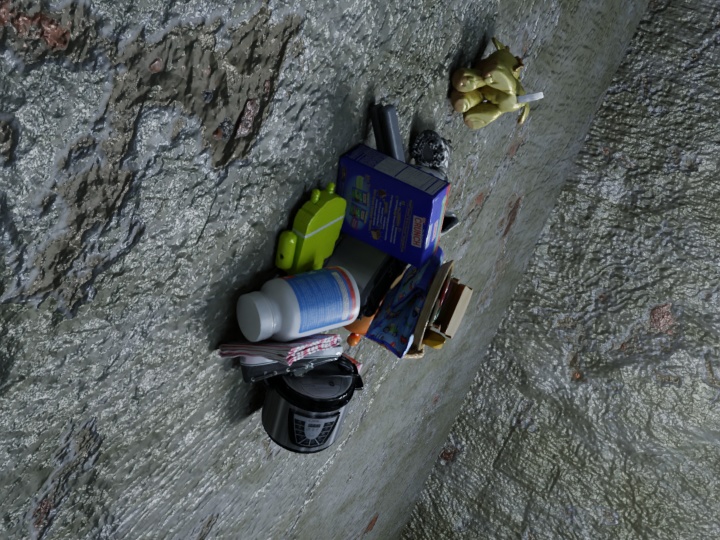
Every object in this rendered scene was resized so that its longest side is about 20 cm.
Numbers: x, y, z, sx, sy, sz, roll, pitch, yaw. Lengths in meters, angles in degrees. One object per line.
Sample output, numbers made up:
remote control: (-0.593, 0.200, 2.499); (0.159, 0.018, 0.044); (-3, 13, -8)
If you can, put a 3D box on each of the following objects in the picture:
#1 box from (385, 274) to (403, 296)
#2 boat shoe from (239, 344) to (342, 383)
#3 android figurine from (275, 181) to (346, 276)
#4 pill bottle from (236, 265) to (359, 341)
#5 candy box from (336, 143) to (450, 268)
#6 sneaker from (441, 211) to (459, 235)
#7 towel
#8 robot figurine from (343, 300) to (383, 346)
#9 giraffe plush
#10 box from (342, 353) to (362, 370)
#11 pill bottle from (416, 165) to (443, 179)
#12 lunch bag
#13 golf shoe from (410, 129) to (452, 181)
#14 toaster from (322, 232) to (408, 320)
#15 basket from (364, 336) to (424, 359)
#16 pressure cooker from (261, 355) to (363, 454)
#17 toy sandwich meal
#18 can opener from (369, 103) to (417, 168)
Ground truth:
box: (0.079, 0.017, 1.727); (0.163, 0.021, 0.200); (16, 61, -69)
boat shoe: (-0.129, 0.171, 1.426); (0.200, 0.069, 0.057); (-4, 96, -23)
android figurine: (-0.085, -0.067, 1.386); (0.182, 0.041, 0.200); (-35, 148, -48)
pill bottle: (-0.110, 0.062, 1.335); (0.200, 0.112, 0.112); (-13, 130, -37)
candy box: (0.056, -0.120, 1.425); (0.077, 0.200, 0.169); (-42, 152, -41)
sneaker: (0.126, -0.090, 1.661); (0.200, 0.076, 0.092); (-26, -174, -26)
towel: (-0.141, 0.136, 1.365); (0.200, 0.146, 0.030); (-7, 98, -65)
robot figurine: (0.014, 0.089, 1.700); (0.144, 0.117, 0.200); (-33, 163, 12)
giraffe plush: (0.306, -0.435, 1.720); (0.173, 0.200, 0.162); (83, 11, -51)
box: (-0.089, 0.282, 1.716); (0.095, 0.103, 0.200); (-12, 128, -64)
pill bottle: (0.104, -0.162, 1.609); (0.200, 0.112, 0.112); (-25, 138, -57)
lunch bag: (0.109, 0.050, 1.519); (0.200, 0.094, 0.151); (-59, 180, 38)
golf shoe: (0.161, -0.270, 1.692); (0.200, 0.078, 0.095); (68, 36, -65)
toaster: (0.000, 0.000, 1.541); (0.200, 0.129, 0.114); (-55, 157, -17)
basket: (0.102, 0.126, 1.904); (0.143, 0.149, 0.200); (-63, 158, 3)
pressure cooker: (-0.105, 0.244, 1.532); (0.176, 0.178, 0.200); (-34, 149, -50)
toy sandwich meal: (0.163, 0.075, 1.463); (0.205, 0.070, 0.206); (21, 90, -80)
can opener: (0.069, -0.221, 1.444); (0.067, 0.053, 0.200); (-34, 123, -38)
